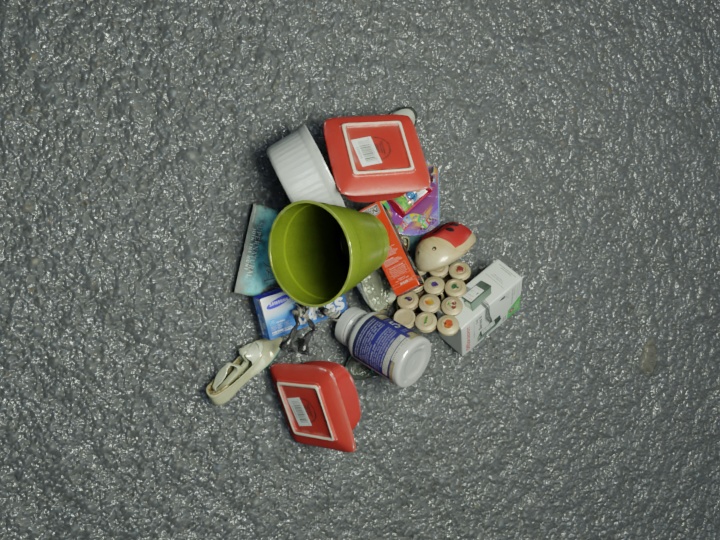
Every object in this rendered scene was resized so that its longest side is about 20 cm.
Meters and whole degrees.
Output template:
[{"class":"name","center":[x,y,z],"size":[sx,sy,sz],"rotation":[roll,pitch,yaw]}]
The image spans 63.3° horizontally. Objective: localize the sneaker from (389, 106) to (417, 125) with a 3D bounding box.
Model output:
[{"class":"sneaker","center":[0.064,-0.304,1.347],"size":[0.200,0.079,0.074],"rotation":[-47,104,-14]}]

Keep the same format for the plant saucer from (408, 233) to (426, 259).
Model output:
[{"class":"plant saucer","center":[0.117,-0.131,1.404],"size":[0.070,0.019,0.200],"rotation":[-24,99,-17]}]

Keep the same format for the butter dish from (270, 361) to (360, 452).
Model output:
[{"class":"butter dish","center":[-0.073,0.271,1.276],"size":[0.148,0.199,0.200],"rotation":[-31,109,-46]}]

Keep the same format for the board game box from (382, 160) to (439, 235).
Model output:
[{"class":"board game box","center":[0.116,-0.183,1.358],"size":[0.158,0.039,0.200],"rotation":[4,77,-13]}]

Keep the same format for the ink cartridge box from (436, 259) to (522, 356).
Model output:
[{"class":"ink cartridge box","center":[0.286,0.092,1.402],"size":[0.200,0.084,0.146],"rotation":[-37,147,-14]}]

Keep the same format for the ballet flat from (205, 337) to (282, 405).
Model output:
[{"class":"ballet flat","center":[-0.253,0.204,1.254],"size":[0.200,0.069,0.069],"rotation":[-47,106,-13]}]

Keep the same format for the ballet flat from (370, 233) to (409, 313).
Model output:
[{"class":"ballet flat","center":[0.072,0.008,1.362],"size":[0.068,0.075,0.200],"rotation":[17,87,-26]}]

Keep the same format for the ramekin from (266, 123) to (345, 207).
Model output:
[{"class":"ramekin","center":[-0.116,-0.194,1.226],"size":[0.098,0.200,0.201],"rotation":[-27,101,0]}]

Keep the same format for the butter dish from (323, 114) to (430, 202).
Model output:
[{"class":"butter dish","center":[0.023,-0.216,1.236],"size":[0.199,0.148,0.200],"rotation":[-6,64,-15]}]

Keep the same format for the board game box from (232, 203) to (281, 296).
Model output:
[{"class":"board game box","center":[-0.195,-0.035,1.291],"size":[0.135,0.028,0.200],"rotation":[12,88,-19]}]

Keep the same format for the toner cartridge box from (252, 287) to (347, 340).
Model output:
[{"class":"toner cartridge box","center":[-0.129,0.074,1.286],"size":[0.200,0.043,0.095],"rotation":[-20,105,-29]}]

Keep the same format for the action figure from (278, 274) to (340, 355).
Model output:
[{"class":"action figure","center":[-0.100,0.078,1.219],"size":[0.119,0.102,0.200],"rotation":[21,83,-47]}]

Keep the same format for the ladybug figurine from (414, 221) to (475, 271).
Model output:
[{"class":"ladybug figurine","center":[0.190,-0.061,1.344],"size":[0.200,0.136,0.072],"rotation":[-37,105,-55]}]

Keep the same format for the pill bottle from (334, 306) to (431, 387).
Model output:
[{"class":"pill bottle","center":[0.044,0.160,1.286],"size":[0.120,0.200,0.120],"rotation":[-31,134,-38]}]

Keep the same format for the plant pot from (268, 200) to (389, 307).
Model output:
[{"class":"plant pot","center":[-0.045,-0.045,1.163],"size":[0.193,0.200,0.201],"rotation":[-16,99,-55]}]

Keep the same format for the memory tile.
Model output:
[{"class":"memory tile","center":[0.166,0.055,1.351],"size":[0.153,0.017,0.200],"rotation":[8,57,16]}]

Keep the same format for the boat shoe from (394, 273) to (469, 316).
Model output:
[{"class":"boat shoe","center":[0.185,0.063,1.405],"size":[0.202,0.075,0.075],"rotation":[-26,100,-17]}]

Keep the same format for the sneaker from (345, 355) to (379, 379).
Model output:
[{"class":"sneaker","center":[0.063,0.209,1.359],"size":[0.200,0.091,0.078],"rotation":[-14,96,-18]}]

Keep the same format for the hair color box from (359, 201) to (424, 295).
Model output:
[{"class":"hair color box","center":[0.067,-0.046,1.281],"size":[0.061,0.102,0.200],"rotation":[-27,83,9]}]

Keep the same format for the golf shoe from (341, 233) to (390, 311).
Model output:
[{"class":"golf shoe","center":[0.000,0.000,1.328],"size":[0.078,0.097,0.200],"rotation":[-22,92,-36]}]
